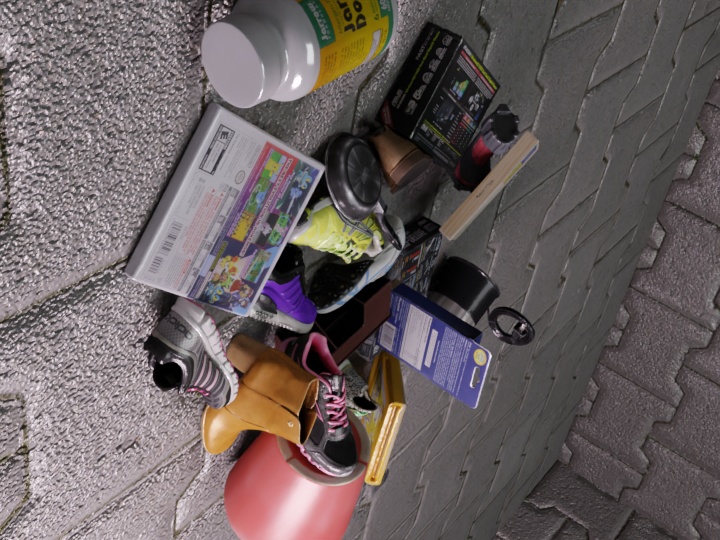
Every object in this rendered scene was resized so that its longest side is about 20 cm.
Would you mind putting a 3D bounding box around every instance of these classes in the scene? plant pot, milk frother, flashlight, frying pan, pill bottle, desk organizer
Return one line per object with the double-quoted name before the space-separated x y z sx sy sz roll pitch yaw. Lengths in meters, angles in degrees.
"plant pot" -0.079 0.288 1.344 0.200 0.200 0.178 -33 159 -44
"milk frother" 0.193 0.116 1.715 0.189 0.199 0.181 -52 159 -14
"flashlight" 0.192 -0.181 1.454 0.068 0.068 0.200 -47 179 -16
"frying pan" 0.008 -0.088 1.219 0.115 0.031 0.192 -47 120 -50
"pill bottle" -0.060 -0.237 0.936 0.199 0.112 0.114 -36 147 -40
"desk organizer" -0.038 0.080 1.384 0.200 0.071 0.078 -41 148 -36

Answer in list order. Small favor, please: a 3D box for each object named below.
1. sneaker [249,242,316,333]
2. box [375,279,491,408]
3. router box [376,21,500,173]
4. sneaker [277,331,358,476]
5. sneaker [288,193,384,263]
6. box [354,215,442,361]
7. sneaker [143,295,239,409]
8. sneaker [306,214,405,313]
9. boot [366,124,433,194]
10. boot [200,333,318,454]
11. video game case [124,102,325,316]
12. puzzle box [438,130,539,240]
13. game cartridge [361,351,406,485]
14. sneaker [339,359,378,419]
"sneaker" -0.095 0.017 1.203 0.100 0.069 0.200 -63 156 2
"box" 0.115 0.113 1.438 0.032 0.199 0.122 -31 143 -41
"router box" 0.115 -0.239 1.330 0.151 0.062 0.200 -61 156 3
"sneaker" -0.048 0.173 1.250 0.078 0.202 0.095 -14 166 -39
"sneaker" -0.025 -0.052 1.229 0.075 0.077 0.199 -34 168 32
"box" 0.058 0.030 1.535 0.157 0.049 0.202 -33 144 -45
"sneaker" -0.204 0.114 1.105 0.087 0.073 0.201 -42 151 -22
"sneaker" 0.000 0.000 1.363 0.200 0.071 0.073 -45 142 -29
"boot" 0.051 -0.156 1.301 0.074 0.076 0.200 -42 175 0
"boot" -0.132 0.196 1.242 0.070 0.143 0.203 -21 135 -52
"video game case" -0.143 -0.059 1.033 0.181 0.023 0.202 24 96 -51
"puzzle box" 0.202 -0.129 1.460 0.200 0.025 0.133 -48 173 8
"game cartridge" 0.033 0.231 1.602 0.201 0.032 0.178 -99 -159 -59
"sneaker" -0.010 0.223 1.571 0.077 0.088 0.201 -50 154 -18
